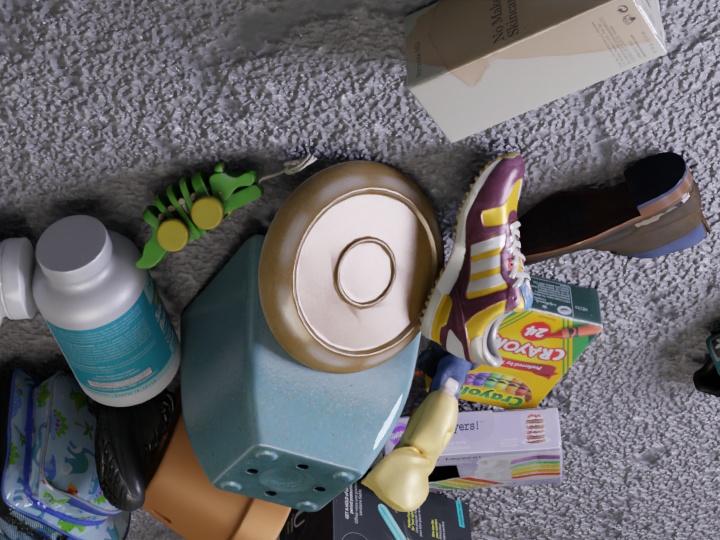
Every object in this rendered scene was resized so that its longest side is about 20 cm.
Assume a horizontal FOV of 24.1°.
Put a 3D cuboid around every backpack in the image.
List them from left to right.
[{"bbox_3d":[-0.324,0.217,1.800,0.147,0.184,0.200,-21,141,23],"label":"backpack"}]

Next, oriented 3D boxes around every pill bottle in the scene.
[{"bbox_3d":[-0.412,0.013,1.599,0.199,0.113,0.113,-4,141,3],"label":"pill bottle"},{"bbox_3d":[-0.249,0.036,1.634,0.110,0.111,0.200,-7,141,7],"label":"pill bottle"}]

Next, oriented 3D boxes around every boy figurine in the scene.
[{"bbox_3d":[0.057,0.159,1.660,0.064,0.200,0.124,31,140,-2],"label":"boy figurine"}]

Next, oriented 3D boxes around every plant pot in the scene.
[{"bbox_3d":[-0.151,0.209,1.797,0.140,0.201,0.200,25,136,-13],"label":"plant pot"},{"bbox_3d":[-0.064,0.118,1.651,0.196,0.201,0.196,17,145,-22],"label":"plant pot"},{"bbox_3d":[0.000,0.000,1.554,0.200,0.201,0.027,29,174,-33],"label":"plant pot"}]

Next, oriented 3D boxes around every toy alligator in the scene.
[{"bbox_3d":[-0.136,-0.072,1.555,0.200,0.059,0.054,-32,97,14],"label":"toy alligator"}]

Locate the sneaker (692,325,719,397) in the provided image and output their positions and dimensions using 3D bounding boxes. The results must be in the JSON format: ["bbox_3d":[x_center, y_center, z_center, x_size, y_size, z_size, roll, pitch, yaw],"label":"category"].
[{"bbox_3d":[0.404,0.076,1.737,0.080,0.072,0.200,2,143,-11],"label":"sneaker"}]

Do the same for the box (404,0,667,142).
[{"bbox_3d":[0.140,-0.193,1.378,0.199,0.095,0.078,-22,136,22],"label":"box"}]

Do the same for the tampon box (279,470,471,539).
[{"bbox_3d":[0.018,0.338,1.987,0.199,0.150,0.126,21,135,-26],"label":"tampon box"}]

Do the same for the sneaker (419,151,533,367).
[{"bbox_3d":[0.129,-0.009,1.558,0.090,0.075,0.201,27,113,22],"label":"sneaker"}]

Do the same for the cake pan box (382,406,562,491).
[{"bbox_3d":[0.123,0.199,1.856,0.199,0.053,0.184,-4,159,4],"label":"cake pan box"}]

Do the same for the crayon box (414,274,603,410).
[{"bbox_3d":[0.150,0.083,1.755,0.126,0.051,0.200,12,140,-17],"label":"crayon box"}]

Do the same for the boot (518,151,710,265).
[{"bbox_3d":[0.233,-0.031,1.597,0.199,0.075,0.097,-23,134,21],"label":"boot"}]

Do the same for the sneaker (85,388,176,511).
[{"bbox_3d":[-0.230,0.155,1.722,0.090,0.200,0.076,0,139,-16],"label":"sneaker"}]
